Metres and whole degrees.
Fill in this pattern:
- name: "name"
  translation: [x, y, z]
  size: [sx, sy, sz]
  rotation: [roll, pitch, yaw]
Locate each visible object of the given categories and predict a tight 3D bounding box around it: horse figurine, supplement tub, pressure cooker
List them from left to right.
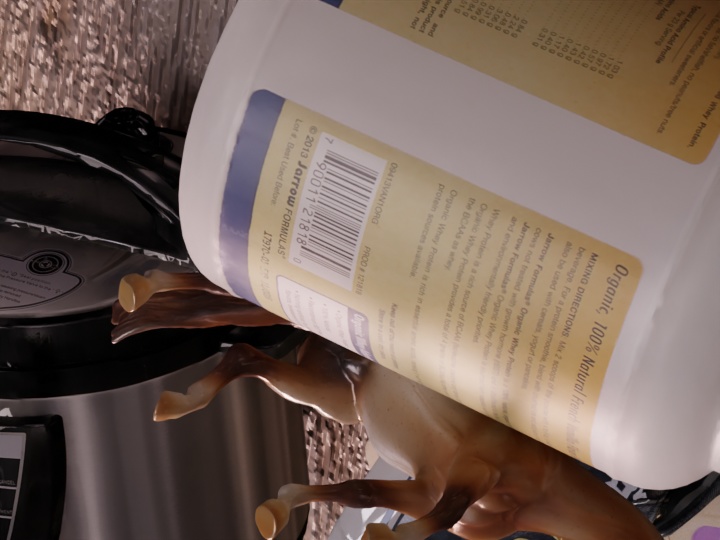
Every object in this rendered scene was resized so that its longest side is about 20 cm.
- name: "pressure cooker"
  translation: [-0.112, 0.030, 0.999]
  size: [0.179, 0.176, 0.200]
  rotation: [-118, 21, -57]
- name: "horse figurine"
  translation: [0.005, 0.045, 0.794]
  size: [0.200, 0.133, 0.050]
  rotation: [40, 122, 39]
- name: "supplement tub"
  translation: [0.064, -0.023, 0.744]
  size: [0.200, 0.144, 0.144]
  rotation: [26, 134, 15]

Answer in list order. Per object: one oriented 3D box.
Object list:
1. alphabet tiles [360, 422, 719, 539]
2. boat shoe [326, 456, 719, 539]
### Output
- name: "alphabet tiles"
  translation: [0.067, 0.066, 0.940]
  size: [0.200, 0.015, 0.196]
  rotation: [4, 117, 49]
- name: "boat shoe"
  translation: [0.058, 0.080, 0.854]
  size: [0.091, 0.071, 0.200]
  rotation: [40, 114, 26]
